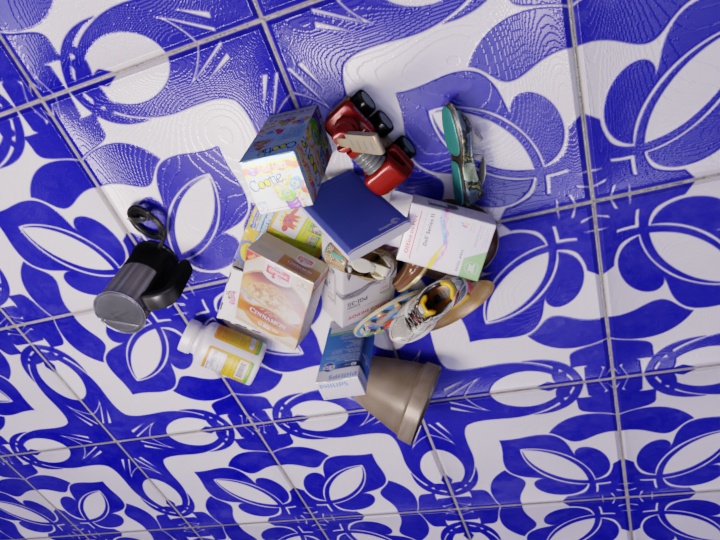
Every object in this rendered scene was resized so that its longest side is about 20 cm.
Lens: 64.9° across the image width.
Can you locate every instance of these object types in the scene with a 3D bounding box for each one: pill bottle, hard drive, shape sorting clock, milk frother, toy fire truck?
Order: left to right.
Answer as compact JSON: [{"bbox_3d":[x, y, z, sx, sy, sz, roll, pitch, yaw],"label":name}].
[{"bbox_3d":[-0.489,-0.007,1.229,0.179,0.189,0.201,-23,120,23],"label":"milk frother"},{"bbox_3d":[-0.343,0.197,1.405,0.199,0.112,0.111,25,126,-9],"label":"pill bottle"},{"bbox_3d":[-0.018,-0.108,1.047,0.131,0.200,0.026,-29,138,-17],"label":"hard drive"},{"bbox_3d":[0.021,-0.208,0.990,0.128,0.201,0.176,-34,115,29],"label":"toy fire truck"},{"bbox_3d":[0.076,0.095,1.236,0.200,0.199,0.039,-38,74,30],"label":"shape sorting clock"}]

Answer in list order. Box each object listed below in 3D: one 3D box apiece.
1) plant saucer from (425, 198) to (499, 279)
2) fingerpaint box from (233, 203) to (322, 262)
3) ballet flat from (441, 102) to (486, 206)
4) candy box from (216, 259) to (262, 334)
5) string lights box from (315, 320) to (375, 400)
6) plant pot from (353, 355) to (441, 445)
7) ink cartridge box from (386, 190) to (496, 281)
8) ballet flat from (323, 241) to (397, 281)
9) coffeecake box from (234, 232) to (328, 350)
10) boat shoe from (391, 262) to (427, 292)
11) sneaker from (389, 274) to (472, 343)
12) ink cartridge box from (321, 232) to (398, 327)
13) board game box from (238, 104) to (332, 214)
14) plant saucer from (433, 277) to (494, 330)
[{"bbox_3d":[0.185,-0.067,1.174,0.198,0.035,0.202,4,126,5],"label":"plant saucer"},{"bbox_3d":[-0.153,-0.083,1.190,0.166,0.074,0.201,23,125,-10],"label":"fingerpaint box"},{"bbox_3d":[0.196,-0.218,1.047,0.073,0.074,0.201,-5,123,13],"label":"ballet flat"},{"bbox_3d":[-0.214,0.065,1.312,0.198,0.072,0.169,21,127,-7],"label":"candy box"},{"bbox_3d":[-0.031,0.195,1.298,0.102,0.201,0.059,-11,124,17],"label":"string lights box"},{"bbox_3d":[0.083,0.294,1.377,0.172,0.200,0.201,22,129,12],"label":"plant pot"},{"bbox_3d":[0.137,-0.066,1.052,0.198,0.067,0.118,15,113,3],"label":"ink cartridge box"},{"bbox_3d":[0.016,-0.008,1.073,0.199,0.065,0.071,9,108,-45],"label":"ballet flat"},{"bbox_3d":[-0.166,0.045,1.172,0.152,0.073,0.201,27,129,9],"label":"coffeecake box"},{"bbox_3d":[0.119,-0.042,1.143,0.067,0.072,0.201,33,118,-7],"label":"boat shoe"},{"bbox_3d":[0.121,0.072,1.094,0.200,0.082,0.078,-46,71,28],"label":"sneaker"},{"bbox_3d":[0.000,0.000,1.180,0.146,0.083,0.202,-22,132,-28],"label":"ink cartridge box"},{"bbox_3d":[-0.127,-0.203,1.018,0.104,0.201,0.104,-8,125,15],"label":"board game box"},{"bbox_3d":[0.192,0.066,1.218,0.199,0.036,0.201,-22,154,-11],"label":"plant saucer"}]
